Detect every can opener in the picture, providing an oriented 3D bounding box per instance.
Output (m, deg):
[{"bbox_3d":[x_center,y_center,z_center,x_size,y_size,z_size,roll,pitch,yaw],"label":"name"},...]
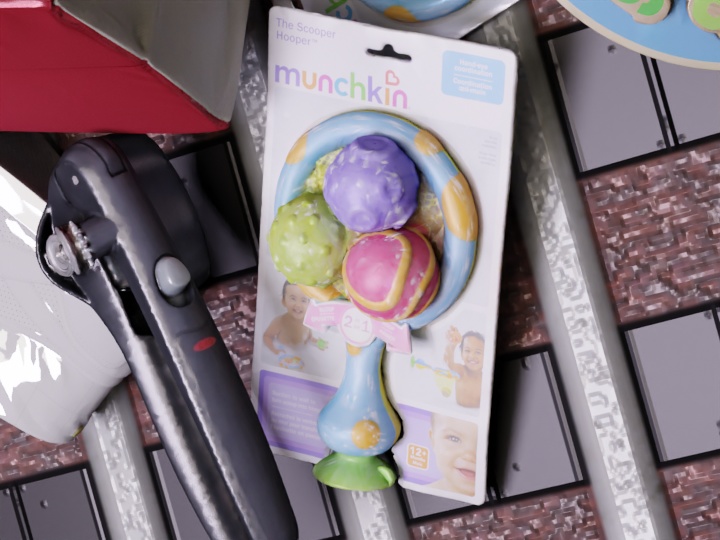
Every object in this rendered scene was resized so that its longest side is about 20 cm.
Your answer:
[{"bbox_3d":[-0.077,0.033,1.251,0.201,0.078,0.063,66,152,6],"label":"can opener"}]

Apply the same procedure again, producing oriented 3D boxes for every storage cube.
[{"bbox_3d":[-0.154,-0.161,1.211,0.179,0.171,0.201,1,76,23],"label":"storage cube"}]

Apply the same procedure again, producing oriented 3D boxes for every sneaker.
[{"bbox_3d":[-0.182,-0.011,1.342,0.200,0.074,0.116,45,113,14],"label":"sneaker"}]

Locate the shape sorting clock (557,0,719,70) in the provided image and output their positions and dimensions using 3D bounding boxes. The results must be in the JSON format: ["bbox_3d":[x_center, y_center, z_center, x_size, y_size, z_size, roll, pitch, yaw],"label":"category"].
[{"bbox_3d":[0.142,-0.172,1.129,0.199,0.039,0.201,6,112,14],"label":"shape sorting clock"}]

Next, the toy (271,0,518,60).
[{"bbox_3d":[0.027,-0.158,1.216,0.200,0.047,0.116,-30,82,29],"label":"toy"}]

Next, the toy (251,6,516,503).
[{"bbox_3d":[0.000,0.000,1.234,0.115,0.047,0.201,12,115,24],"label":"toy"}]
